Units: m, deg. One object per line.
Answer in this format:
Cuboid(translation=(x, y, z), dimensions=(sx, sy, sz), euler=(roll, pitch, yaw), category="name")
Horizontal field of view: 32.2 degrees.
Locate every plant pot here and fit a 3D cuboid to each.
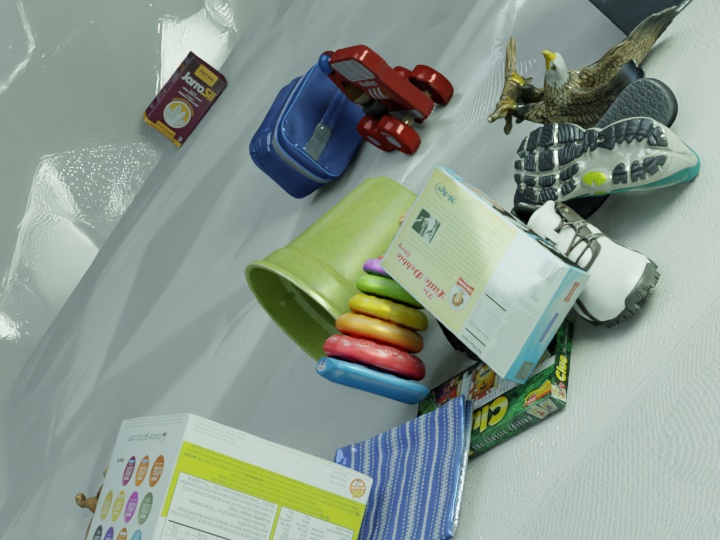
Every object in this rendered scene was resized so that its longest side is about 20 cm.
Cuboid(translation=(0.000, 0.000, 1.433), dimensions=(0.184, 0.201, 0.200), euler=(-48, 18, -19), category="plant pot")

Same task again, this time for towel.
Cuboid(translation=(0.029, 0.210, 1.193), dimensions=(0.199, 0.024, 0.146), euler=(-31, 38, 44), category="towel")

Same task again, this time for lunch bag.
Cuboid(translation=(-0.066, -0.229, 1.956), dimensions=(0.132, 0.135, 0.202), euler=(-22, 36, 53), category="lunch bag")

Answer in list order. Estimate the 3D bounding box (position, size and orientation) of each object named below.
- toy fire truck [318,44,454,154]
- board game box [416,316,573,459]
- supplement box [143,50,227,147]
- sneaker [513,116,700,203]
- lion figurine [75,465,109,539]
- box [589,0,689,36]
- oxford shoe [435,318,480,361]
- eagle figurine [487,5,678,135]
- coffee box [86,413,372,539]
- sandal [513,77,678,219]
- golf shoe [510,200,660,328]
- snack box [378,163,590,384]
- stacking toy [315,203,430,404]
Cuboid(translation=(0.023, -0.259, 1.766), dimensions=(0.113, 0.167, 0.200), euler=(-56, 21, -6), category="toy fire truck")
Cuboid(translation=(0.120, 0.124, 1.184), dimensions=(0.199, 0.023, 0.106), euler=(-37, 29, 38), category="board game box")
Cuboid(translation=(-0.429, -0.419, 3.051), dimensions=(0.201, 0.110, 0.086), euler=(-51, 22, 9), category="supplement box")
Cuboid(translation=(0.228, -0.096, 1.181), dimensions=(0.199, 0.079, 0.079), euler=(4, 84, 48), category="sneaker")
Cuboid(translation=(-0.379, 0.380, 1.812), dimensions=(0.122, 0.072, 0.203), euler=(-6, 65, 46), category="lion figurine")
Cuboid(translation=(0.267, -0.369, 1.372), dimensions=(0.104, 0.199, 0.149), euler=(-43, 22, 25), category="box")
Cuboid(translation=(0.121, 0.038, 1.274), dimensions=(0.084, 0.073, 0.200), euler=(-30, 16, -7), category="oxford shoe")
Cuboid(translation=(0.236, -0.189, 1.315), dimensions=(0.198, 0.150, 0.154), euler=(-3, 93, 28), category="eagle figurine")
Cuboid(translation=(-0.139, 0.265, 1.201), dimensions=(0.199, 0.198, 0.200), euler=(-16, 55, 61), category="coffee box")
Cuboid(translation=(0.238, -0.108, 1.243), dimensions=(0.200, 0.077, 0.043), euler=(-40, -13, 30), category="sandal")
Cuboid(translation=(0.193, -0.012, 1.137), dimensions=(0.078, 0.094, 0.200), euler=(-53, 22, -2), category="golf shoe")
Cuboid(translation=(0.108, -0.001, 1.150), dimensions=(0.200, 0.037, 0.117), euler=(43, 109, 42), category="snack box")
Cuboid(translation=(0.033, 0.026, 1.274), dimensions=(0.116, 0.108, 0.203), euler=(172, 114, -78), category="stacking toy")
